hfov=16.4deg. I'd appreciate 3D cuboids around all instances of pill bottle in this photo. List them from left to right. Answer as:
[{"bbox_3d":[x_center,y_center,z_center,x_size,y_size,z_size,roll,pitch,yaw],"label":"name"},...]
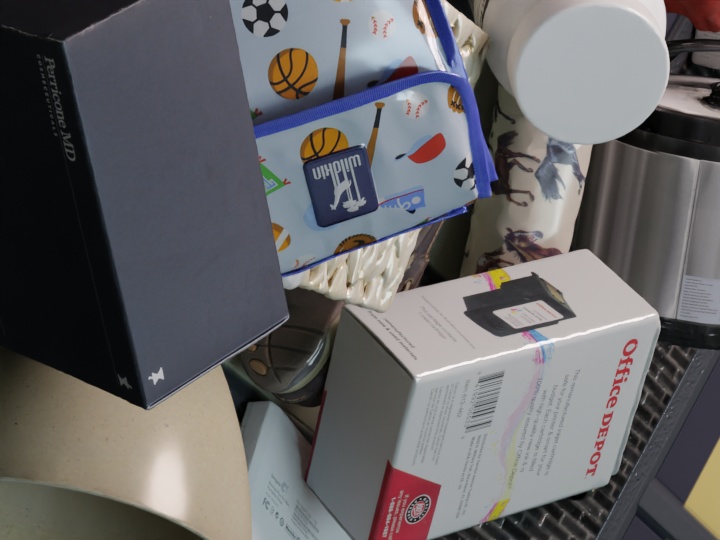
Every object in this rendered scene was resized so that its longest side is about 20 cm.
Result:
[{"bbox_3d":[0.126,-0.167,1.543,0.115,0.200,0.117,-3,122,-5],"label":"pill bottle"}]

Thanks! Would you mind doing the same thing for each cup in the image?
[{"bbox_3d":[-0.146,0.095,1.398,0.200,0.199,0.144,44,48,-45],"label":"cup"}]

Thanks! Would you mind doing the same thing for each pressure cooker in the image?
[{"bbox_3d":[0.241,-0.060,1.734,0.175,0.178,0.201,-7,111,-42],"label":"pressure cooker"}]

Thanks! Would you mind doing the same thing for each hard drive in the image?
[{"bbox_3d":[-0.060,0.202,1.571,0.132,0.026,0.201,54,43,-43],"label":"hard drive"}]

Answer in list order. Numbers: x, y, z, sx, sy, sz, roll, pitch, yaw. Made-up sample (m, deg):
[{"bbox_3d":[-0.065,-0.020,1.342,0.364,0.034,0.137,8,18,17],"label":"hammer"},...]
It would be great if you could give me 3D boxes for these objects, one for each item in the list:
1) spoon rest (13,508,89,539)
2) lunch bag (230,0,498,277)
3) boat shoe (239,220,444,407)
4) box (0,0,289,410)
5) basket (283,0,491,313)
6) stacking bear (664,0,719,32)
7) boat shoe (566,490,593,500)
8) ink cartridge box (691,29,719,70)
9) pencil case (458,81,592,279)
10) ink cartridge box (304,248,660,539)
[{"bbox_3d":[-0.157,0.221,1.521,0.099,0.060,0.201,-47,120,-26],"label":"spoon rest"},{"bbox_3d":[-0.034,-0.104,1.331,0.169,0.124,0.201,-19,99,-5],"label":"lunch bag"},{"bbox_3d":[0.000,0.000,1.592,0.200,0.074,0.073,-51,145,-8],"label":"boat shoe"},{"bbox_3d":[-0.146,-0.059,1.242,0.104,0.182,0.201,-32,126,-34],"label":"box"},{"bbox_3d":[-0.028,-0.086,1.476,0.123,0.135,0.201,25,86,-52],"label":"basket"},{"bbox_3d":[0.194,-0.273,1.662,0.114,0.121,0.200,-50,127,-18],"label":"stacking bear"},{"bbox_3d":[0.120,0.100,1.743,0.201,0.073,0.063,46,63,-50],"label":"boat shoe"},{"bbox_3d":[0.315,-0.236,1.791,0.066,0.115,0.201,-5,109,-45],"label":"ink cartridge box"},{"bbox_3d":[0.115,-0.065,1.674,0.077,0.089,0.201,8,99,-10],"label":"pencil case"},{"bbox_3d":[0.077,0.082,1.590,0.199,0.083,0.146,-13,131,-34],"label":"ink cartridge box"}]
